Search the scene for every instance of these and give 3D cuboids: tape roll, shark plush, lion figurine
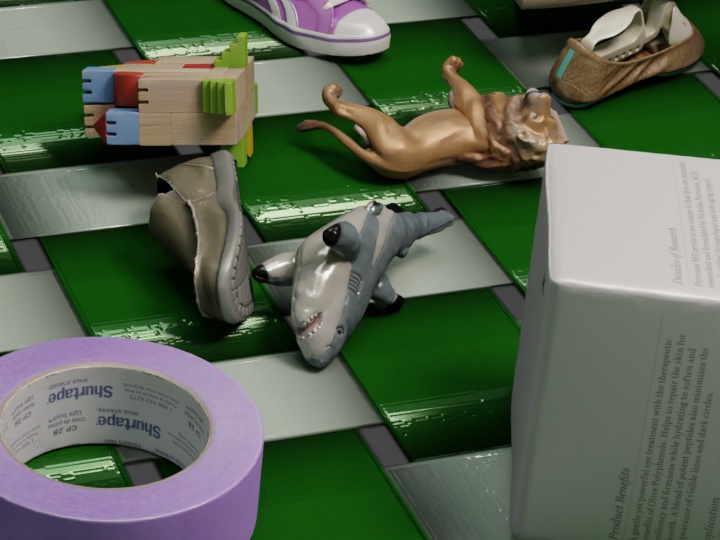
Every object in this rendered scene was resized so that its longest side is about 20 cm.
[{"bbox_3d":[-0.162,0.122,1.535,0.199,0.066,0.200,4,31,-2],"label":"tape roll"},{"bbox_3d":[0.000,0.000,1.777,0.091,0.084,0.200,-28,4,29],"label":"shark plush"},{"bbox_3d":[0.060,-0.109,1.964,0.199,0.073,0.123,-19,50,-13],"label":"lion figurine"}]

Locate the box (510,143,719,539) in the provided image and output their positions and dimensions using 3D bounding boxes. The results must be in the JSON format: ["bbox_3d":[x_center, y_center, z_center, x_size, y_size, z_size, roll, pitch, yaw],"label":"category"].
[{"bbox_3d":[0.191,0.053,1.584,0.170,0.200,0.200,6,30,0],"label":"box"}]

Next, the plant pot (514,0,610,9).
[{"bbox_3d":[0.231,-0.333,2.159,0.176,0.201,0.200,3,9,0],"label":"plant pot"}]

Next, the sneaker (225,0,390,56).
[{"bbox_3d":[-0.052,-0.267,2.146,0.200,0.115,0.073,29,36,31],"label":"sneaker"}]

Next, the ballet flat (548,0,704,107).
[{"bbox_3d":[0.241,-0.203,2.132,0.199,0.073,0.068,-22,45,-38],"label":"ballet flat"}]

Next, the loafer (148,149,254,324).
[{"bbox_3d":[-0.118,-0.020,1.783,0.069,0.076,0.200,-8,27,-2],"label":"loafer"}]

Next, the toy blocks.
[{"bbox_3d":[-0.157,-0.134,1.912,0.136,0.100,0.200,0,12,3],"label":"toy blocks"}]
